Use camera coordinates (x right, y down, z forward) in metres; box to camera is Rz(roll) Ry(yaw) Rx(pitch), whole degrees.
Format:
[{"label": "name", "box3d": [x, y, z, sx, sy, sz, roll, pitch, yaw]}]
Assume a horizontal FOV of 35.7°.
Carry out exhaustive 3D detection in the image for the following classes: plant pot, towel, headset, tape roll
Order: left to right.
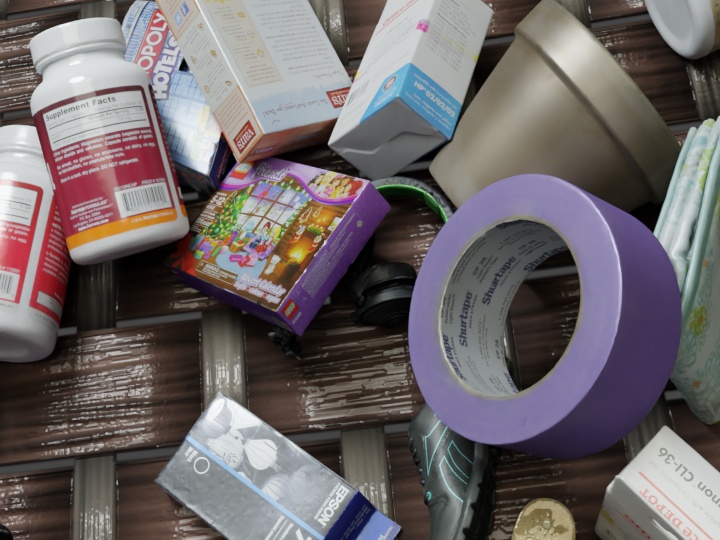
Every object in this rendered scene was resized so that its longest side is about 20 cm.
[{"label": "headset", "box3d": [0.000, 0.000, 0.994, 0.200, 0.094, 0.123, -45, 68, -3]}, {"label": "tape roll", "box3d": [0.135, 0.036, 0.846, 0.198, 0.084, 0.204, -19, 63, 43]}, {"label": "plant pot", "box3d": [0.161, -0.101, 0.977, 0.173, 0.200, 0.201, -41, 67, 9]}, {"label": "towel", "box3d": [0.290, 0.002, 0.910, 0.048, 0.171, 0.203, 7, 66, 41]}]

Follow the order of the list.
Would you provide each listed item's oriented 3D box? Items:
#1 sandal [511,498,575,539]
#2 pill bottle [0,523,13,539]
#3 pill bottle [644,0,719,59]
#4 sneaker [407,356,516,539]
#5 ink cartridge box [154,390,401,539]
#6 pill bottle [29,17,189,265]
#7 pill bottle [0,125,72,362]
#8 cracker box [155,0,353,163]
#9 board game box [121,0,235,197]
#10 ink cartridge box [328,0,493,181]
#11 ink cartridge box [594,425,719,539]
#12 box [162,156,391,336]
[{"label": "sandal", "box3d": [0.136, 0.281, 0.872, 0.076, 0.070, 0.215, 4, 69, 10]}, {"label": "pill bottle", "box3d": [-0.405, 0.225, 0.954, 0.198, 0.112, 0.113, 25, 73, 17]}, {"label": "pill bottle", "box3d": [0.373, -0.291, 1.046, 0.197, 0.116, 0.117, -26, 66, -2]}, {"label": "sneaker", "box3d": [0.078, 0.165, 0.936, 0.078, 0.076, 0.203, 5, 60, 21]}, {"label": "ink cartridge box", "box3d": [-0.071, 0.199, 0.955, 0.198, 0.039, 0.100, 31, 75, 18]}, {"label": "pill bottle", "box3d": [-0.231, -0.116, 1.011, 0.111, 0.113, 0.204, -15, 90, 2]}, {"label": "pill bottle", "box3d": [-0.323, -0.026, 1.044, 0.110, 0.113, 0.204, 2, 68, 9]}, {"label": "cracker box", "box3d": [-0.097, -0.210, 1.057, 0.133, 0.058, 0.202, -18, 75, -42]}, {"label": "board game box", "box3d": [-0.207, -0.186, 1.121, 0.196, 0.062, 0.203, 10, 70, 12]}, {"label": "ink cartridge box", "box3d": [0.053, -0.194, 1.037, 0.067, 0.115, 0.202, 33, 57, -22]}, {"label": "ink cartridge box", "box3d": [0.240, 0.190, 0.822, 0.067, 0.201, 0.116, -44, 68, -10]}, {"label": "box", "box3d": [-0.080, -0.031, 0.996, 0.199, 0.039, 0.138, 18, 67, 50]}]
